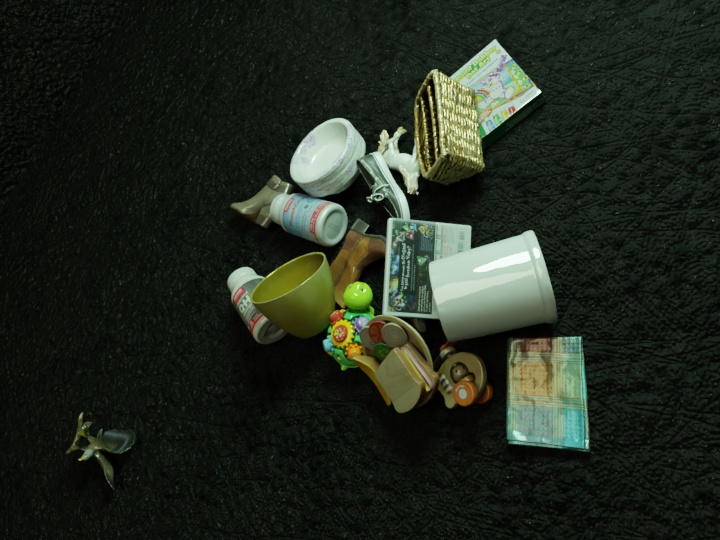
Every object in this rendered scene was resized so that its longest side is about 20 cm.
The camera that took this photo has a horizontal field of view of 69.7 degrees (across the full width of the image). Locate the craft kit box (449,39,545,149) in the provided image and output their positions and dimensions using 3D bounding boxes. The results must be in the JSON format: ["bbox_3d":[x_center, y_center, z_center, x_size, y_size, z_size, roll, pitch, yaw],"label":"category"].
[{"bbox_3d":[0.280,-0.390,1.176,0.199,0.048,0.199,-37,56,18],"label":"craft kit box"}]

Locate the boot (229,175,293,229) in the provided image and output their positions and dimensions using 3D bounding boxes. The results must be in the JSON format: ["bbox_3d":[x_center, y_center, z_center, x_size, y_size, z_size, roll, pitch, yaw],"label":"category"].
[{"bbox_3d":[-0.275,-0.204,1.471,0.199,0.070,0.147,27,85,35],"label":"boot"}]

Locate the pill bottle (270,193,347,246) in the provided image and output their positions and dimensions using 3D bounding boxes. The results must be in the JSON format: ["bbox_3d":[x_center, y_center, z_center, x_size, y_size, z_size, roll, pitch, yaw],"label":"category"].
[{"bbox_3d":[-0.137,-0.137,1.326,0.199,0.108,0.110,20,86,36],"label":"pill bottle"}]

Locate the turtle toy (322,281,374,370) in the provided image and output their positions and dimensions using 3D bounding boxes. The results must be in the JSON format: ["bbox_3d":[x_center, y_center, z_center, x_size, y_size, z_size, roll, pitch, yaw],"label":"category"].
[{"bbox_3d":[-0.016,0.127,1.169,0.145,0.101,0.202,10,81,35],"label":"turtle toy"}]

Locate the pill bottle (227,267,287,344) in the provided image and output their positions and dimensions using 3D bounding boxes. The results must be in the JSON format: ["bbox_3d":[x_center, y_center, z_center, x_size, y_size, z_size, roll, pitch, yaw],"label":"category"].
[{"bbox_3d":[-0.266,0.084,1.339,0.111,0.110,0.200,-49,56,10],"label":"pill bottle"}]

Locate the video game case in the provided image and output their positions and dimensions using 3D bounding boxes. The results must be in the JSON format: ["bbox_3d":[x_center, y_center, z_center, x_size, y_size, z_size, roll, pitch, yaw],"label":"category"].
[{"bbox_3d":[0.139,-0.001,1.075,0.180,0.023,0.203,5,84,-9],"label":"video game case"}]

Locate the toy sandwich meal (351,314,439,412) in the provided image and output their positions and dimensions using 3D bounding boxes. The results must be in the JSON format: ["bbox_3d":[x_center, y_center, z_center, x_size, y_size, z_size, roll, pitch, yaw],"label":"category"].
[{"bbox_3d":[0.064,0.189,1.037,0.204,0.070,0.207,21,122,36],"label":"toy sandwich meal"}]

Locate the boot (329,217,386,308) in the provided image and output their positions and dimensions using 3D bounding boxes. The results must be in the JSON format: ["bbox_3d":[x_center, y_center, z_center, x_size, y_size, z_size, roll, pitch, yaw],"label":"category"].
[{"bbox_3d":[0.000,0.000,1.221,0.188,0.068,0.201,36,99,31],"label":"boot"}]

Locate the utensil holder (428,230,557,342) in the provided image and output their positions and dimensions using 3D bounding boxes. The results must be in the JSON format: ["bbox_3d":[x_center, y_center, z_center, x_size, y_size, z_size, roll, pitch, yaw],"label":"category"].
[{"bbox_3d":[0.242,0.035,0.962,0.198,0.170,0.172,-15,67,13],"label":"utensil holder"}]

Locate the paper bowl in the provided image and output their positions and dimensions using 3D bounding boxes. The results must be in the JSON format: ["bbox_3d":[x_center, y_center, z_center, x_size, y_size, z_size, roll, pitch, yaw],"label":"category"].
[{"bbox_3d":[-0.075,-0.276,1.316,0.199,0.104,0.202,-21,51,27],"label":"paper bowl"}]

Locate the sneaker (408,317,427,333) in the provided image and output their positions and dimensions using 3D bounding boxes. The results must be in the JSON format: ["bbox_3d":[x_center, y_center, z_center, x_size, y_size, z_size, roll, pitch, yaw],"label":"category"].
[{"bbox_3d":[0.137,0.034,1.111,0.081,0.078,0.203,1,90,-1],"label":"sneaker"}]

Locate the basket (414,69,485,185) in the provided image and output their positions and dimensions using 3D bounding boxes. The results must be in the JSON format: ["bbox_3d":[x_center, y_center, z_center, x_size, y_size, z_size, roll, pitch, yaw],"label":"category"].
[{"bbox_3d":[0.163,-0.299,1.113,0.142,0.148,0.203,-14,77,46],"label":"basket"}]

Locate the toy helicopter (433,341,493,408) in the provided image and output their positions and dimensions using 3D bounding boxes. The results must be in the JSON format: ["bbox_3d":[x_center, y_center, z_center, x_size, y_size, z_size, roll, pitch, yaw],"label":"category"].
[{"bbox_3d":[0.164,0.212,1.046,0.199,0.078,0.134,-22,70,40],"label":"toy helicopter"}]

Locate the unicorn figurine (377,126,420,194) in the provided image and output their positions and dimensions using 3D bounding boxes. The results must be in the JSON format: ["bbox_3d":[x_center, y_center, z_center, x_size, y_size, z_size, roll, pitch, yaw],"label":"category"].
[{"bbox_3d":[0.111,-0.262,1.235,0.200,0.073,0.139,34,105,50],"label":"unicorn figurine"}]

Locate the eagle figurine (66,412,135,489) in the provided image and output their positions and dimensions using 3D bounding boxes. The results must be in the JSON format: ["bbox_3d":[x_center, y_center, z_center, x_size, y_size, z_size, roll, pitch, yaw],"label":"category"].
[{"bbox_3d":[-0.769,0.539,1.537,0.198,0.151,0.153,20,130,7],"label":"eagle figurine"}]

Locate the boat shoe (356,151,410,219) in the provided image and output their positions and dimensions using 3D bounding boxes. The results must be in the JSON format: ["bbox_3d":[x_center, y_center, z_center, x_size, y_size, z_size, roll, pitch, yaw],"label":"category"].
[{"bbox_3d":[0.050,-0.187,1.214,0.067,0.074,0.201,-20,79,-19],"label":"boat shoe"}]

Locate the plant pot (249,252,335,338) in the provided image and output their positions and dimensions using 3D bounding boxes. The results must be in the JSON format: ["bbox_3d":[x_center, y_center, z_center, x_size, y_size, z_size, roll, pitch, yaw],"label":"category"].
[{"bbox_3d":[-0.138,0.072,1.211,0.198,0.143,0.200,-24,22,10],"label":"plant pot"}]

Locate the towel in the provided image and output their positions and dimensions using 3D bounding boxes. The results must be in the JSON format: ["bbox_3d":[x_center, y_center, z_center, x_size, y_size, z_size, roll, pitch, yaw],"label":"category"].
[{"bbox_3d":[0.341,0.224,0.956,0.145,0.022,0.202,-6,72,31],"label":"towel"}]
